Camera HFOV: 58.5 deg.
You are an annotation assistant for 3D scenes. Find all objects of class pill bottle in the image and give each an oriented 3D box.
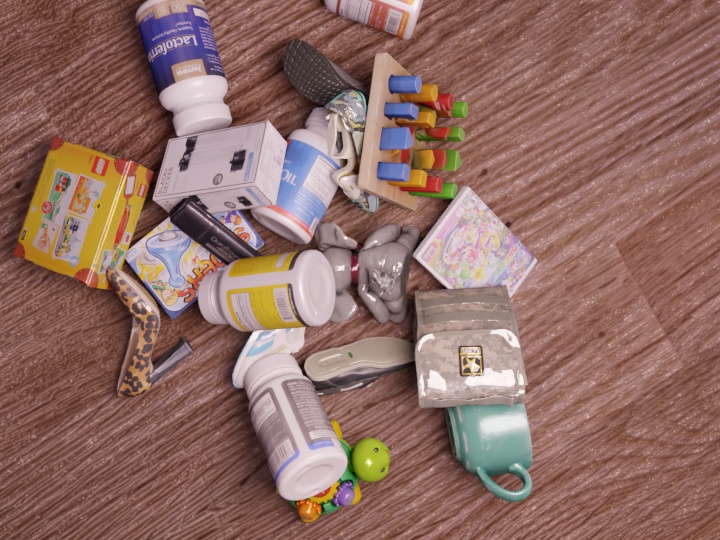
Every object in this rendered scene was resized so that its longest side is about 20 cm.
[{"bbox_3d":[-0.088,-0.156,1.045,0.111,0.112,0.203,27,79,-3],"label":"pill bottle"},{"bbox_3d":[-0.145,0.034,0.978,0.196,0.111,0.114,-6,90,25],"label":"pill bottle"},{"bbox_3d":[-0.107,0.234,0.992,0.112,0.115,0.201,-29,51,-3],"label":"pill bottle"},{"bbox_3d":[-0.280,-0.327,1.038,0.113,0.116,0.204,-17,91,-4],"label":"pill bottle"},{"bbox_3d":[0.008,-0.469,1.060,0.196,0.112,0.114,20,88,-3],"label":"pill bottle"}]

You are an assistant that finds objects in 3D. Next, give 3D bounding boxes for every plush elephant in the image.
[{"bbox_3d":[0.000,0.000,1.038,0.151,0.200,0.169,10,96,15],"label":"plush elephant"}]

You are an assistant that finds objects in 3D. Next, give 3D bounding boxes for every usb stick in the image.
[{"bbox_3d":[-0.214,-0.040,1.022,0.055,0.033,0.199,-35,121,25],"label":"usb stick"}]

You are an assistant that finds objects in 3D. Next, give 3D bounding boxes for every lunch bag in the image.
[{"bbox_3d":[0.164,0.125,1.004,0.160,0.202,0.119,-3,129,4],"label":"lunch bag"}]

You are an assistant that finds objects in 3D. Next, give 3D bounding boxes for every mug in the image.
[{"bbox_3d":[0.201,0.257,1.027,0.112,0.185,0.155,-9,108,0],"label":"mug"}]

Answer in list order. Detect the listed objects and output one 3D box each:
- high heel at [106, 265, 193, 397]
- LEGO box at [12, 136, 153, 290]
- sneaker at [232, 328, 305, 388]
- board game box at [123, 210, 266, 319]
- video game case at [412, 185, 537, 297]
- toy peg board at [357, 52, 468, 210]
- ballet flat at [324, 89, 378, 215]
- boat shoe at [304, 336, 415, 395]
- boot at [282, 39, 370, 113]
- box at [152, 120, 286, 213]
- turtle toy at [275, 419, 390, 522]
[{"bbox_3d":[-0.380,0.105,1.029,0.142,0.071,0.202,-37,114,-9],"label":"high heel"},{"bbox_3d":[-0.440,-0.091,1.027,0.146,0.077,0.204,19,88,12],"label":"LEGO box"},{"bbox_3d":[-0.139,0.117,1.063,0.080,0.077,0.201,37,89,-4],"label":"sneaker"},{"bbox_3d":[-0.275,-0.035,1.075,0.199,0.034,0.136,-40,92,-3],"label":"board game box"},{"bbox_3d":[0.195,-0.021,1.074,0.199,0.018,0.144,40,86,-26],"label":"video game case"},{"bbox_3d":[0.093,-0.208,1.008,0.096,0.198,0.205,7,88,27],"label":"toy peg board"},{"bbox_3d":[-0.019,-0.171,0.987,0.073,0.075,0.204,-12,117,-4],"label":"ballet flat"},{"bbox_3d":[0.004,0.162,1.085,0.195,0.072,0.069,-11,127,-10],"label":"boat shoe"},{"bbox_3d":[-0.030,-0.295,1.054,0.199,0.131,0.068,40,111,5],"label":"boot"},{"bbox_3d":[-0.220,-0.155,1.007,0.196,0.060,0.119,-3,65,25],"label":"box"},{"bbox_3d":[-0.046,0.328,1.051,0.196,0.101,0.149,-20,91,-4],"label":"turtle toy"}]
